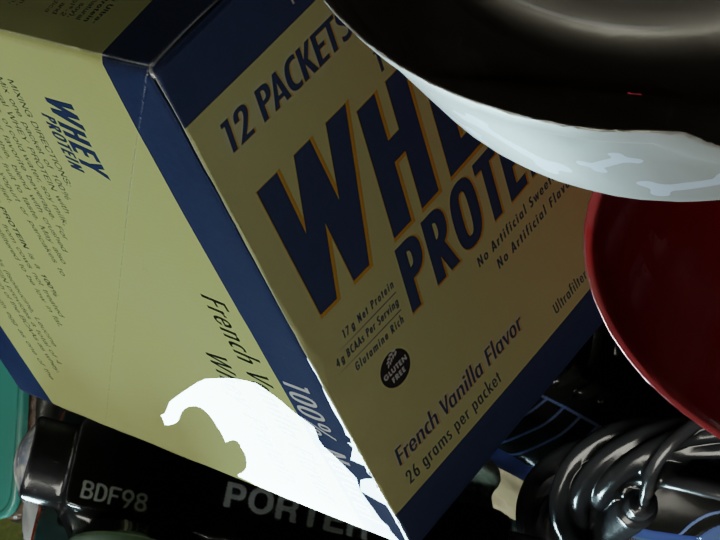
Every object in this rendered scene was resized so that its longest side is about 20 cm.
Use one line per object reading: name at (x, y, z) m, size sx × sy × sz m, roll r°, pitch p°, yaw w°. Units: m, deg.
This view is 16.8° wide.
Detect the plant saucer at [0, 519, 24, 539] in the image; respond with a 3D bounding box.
plant saucer at (-0.165, 0.064, 1.003) m, size 0.048 × 0.199 × 0.201 m, roll -151°, pitch 48°, yaw -63°

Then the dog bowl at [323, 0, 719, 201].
dog bowl at (0.081, -0.106, 0.582) m, size 0.200 × 0.200 × 0.059 m, roll 18°, pitch 159°, yaw 26°

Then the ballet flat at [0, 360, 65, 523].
ballet flat at (-0.118, 0.002, 0.950) m, size 0.068 × 0.068 × 0.200 m, roll 29°, pitch 121°, yaw 43°

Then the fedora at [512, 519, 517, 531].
fedora at (0.036, 0.136, 1.092) m, size 0.199 × 0.177 × 0.091 m, roll 4°, pitch 111°, yaw 8°

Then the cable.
cable at (0.134, 0.116, 0.907) m, size 0.163 × 0.051 × 0.200 m, roll 14°, pitch 139°, yaw 30°

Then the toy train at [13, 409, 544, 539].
toy train at (-0.033, 0.100, 0.906) m, size 0.199 × 0.085 × 0.114 m, roll 13°, pitch 158°, yaw -8°

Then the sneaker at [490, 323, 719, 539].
sneaker at (0.085, 0.046, 0.936) m, size 0.200 × 0.070 × 0.078 m, roll 19°, pitch 152°, yaw 7°

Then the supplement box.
supplement box at (-0.048, -0.048, 0.778) m, size 0.200 × 0.134 × 0.200 m, roll 17°, pitch 145°, yaw 43°

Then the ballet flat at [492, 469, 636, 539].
ballet flat at (0.045, 0.066, 1.041) m, size 0.200 × 0.070 × 0.070 m, roll 11°, pitch 145°, yaw 31°

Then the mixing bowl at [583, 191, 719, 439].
mixing bowl at (0.171, -0.030, 0.676) m, size 0.200 × 0.109 × 0.200 m, roll 13°, pitch 145°, yaw 9°
